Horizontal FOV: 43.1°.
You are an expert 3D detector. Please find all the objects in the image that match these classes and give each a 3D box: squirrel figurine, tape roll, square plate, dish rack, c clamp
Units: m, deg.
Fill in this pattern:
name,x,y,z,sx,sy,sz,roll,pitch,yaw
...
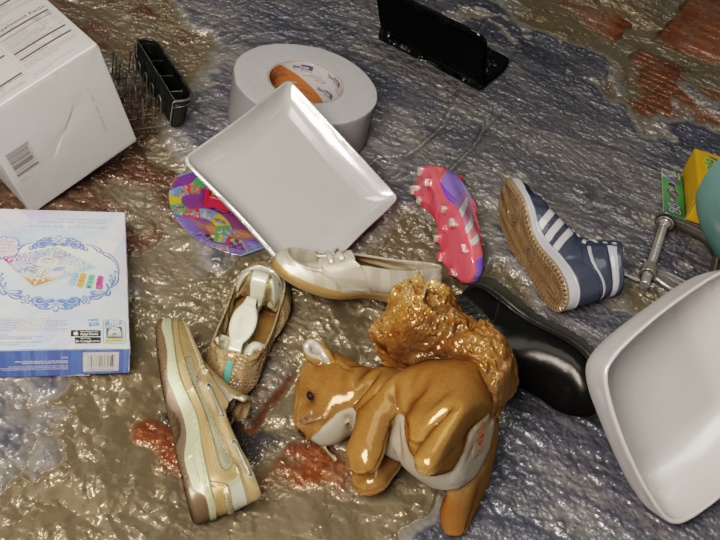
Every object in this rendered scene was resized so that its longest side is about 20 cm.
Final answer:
name,x,y,z,sx,sy,sz,roll,pitch,yaw
squirrel figurine,0.037,0.108,0.837,0.185,0.142,0.202,17,67,31
tape roll,-0.079,-0.230,1.241,0.197,0.067,0.202,10,41,-9
square plate,-0.078,-0.100,1.060,0.198,0.028,0.200,46,51,-3
dish rack,-0.331,-0.230,1.167,0.198,0.055,0.154,-13,47,-29
c clamp,0.411,-0.021,1.196,0.170,0.027,0.200,30,42,14

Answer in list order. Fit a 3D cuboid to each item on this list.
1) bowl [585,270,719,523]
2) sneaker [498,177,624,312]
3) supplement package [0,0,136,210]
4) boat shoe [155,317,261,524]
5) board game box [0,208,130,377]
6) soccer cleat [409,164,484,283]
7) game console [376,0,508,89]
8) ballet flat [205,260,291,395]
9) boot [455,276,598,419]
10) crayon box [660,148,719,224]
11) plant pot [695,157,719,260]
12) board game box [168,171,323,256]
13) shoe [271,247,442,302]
name,x,y,z,sx,sy,sz,roll,pitch,yaw
bowl,0.311,0.119,0.892,0.199,0.202,0.074,-32,15,-20
sneaker,0.251,-0.038,1.128,0.107,0.071,0.202,-8,53,-19
supplement package,-0.383,-0.206,1.017,0.150,0.153,0.200,-39,62,-19
boat shoe,-0.135,0.125,0.817,0.075,0.072,0.202,-13,58,-13
board game box,-0.330,0.018,0.897,0.197,0.044,0.200,1,43,-17
soccer cleat,0.123,-0.062,1.122,0.075,0.067,0.201,3,39,-22
game console,0.135,-0.387,1.448,0.199,0.117,0.176,31,43,16
ballet flat,-0.107,0.042,0.926,0.069,0.066,0.201,13,40,-4
boot,0.138,0.102,0.929,0.210,0.080,0.157,37,42,29
crayon box,0.539,-0.105,1.315,0.197,0.052,0.126,18,40,2
plant pot,0.527,-0.076,1.157,0.198,0.202,0.162,-14,51,-30
board game box,-0.130,-0.098,1.093,0.198,0.039,0.158,-21,53,-36
shoe,0.000,0.000,0.987,0.197,0.054,0.070,13,20,-22
